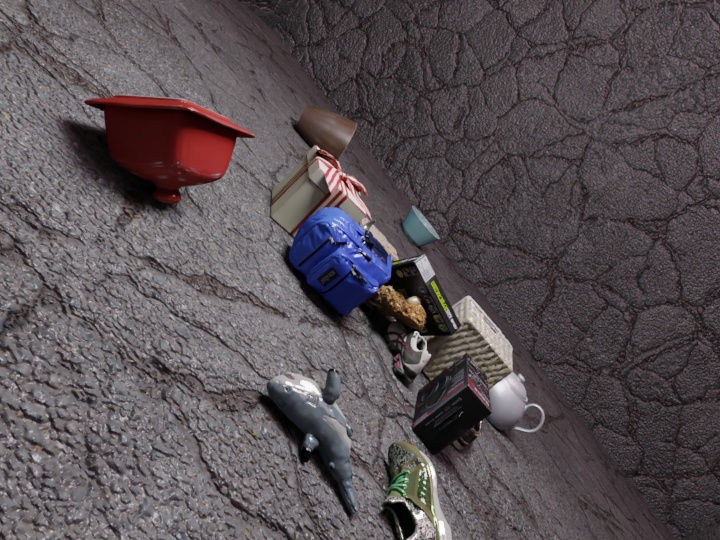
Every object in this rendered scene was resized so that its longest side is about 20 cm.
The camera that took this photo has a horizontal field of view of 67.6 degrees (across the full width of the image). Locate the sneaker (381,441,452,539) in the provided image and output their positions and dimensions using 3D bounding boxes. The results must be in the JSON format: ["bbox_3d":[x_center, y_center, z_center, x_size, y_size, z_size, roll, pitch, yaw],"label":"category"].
[{"bbox_3d":[0.068,0.332,0.793,0.088,0.077,0.201,30,21,-31],"label":"sneaker"}]

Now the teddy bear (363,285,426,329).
[{"bbox_3d":[0.071,0.068,1.278,0.198,0.067,0.145,18,-23,41],"label":"teddy bear"}]

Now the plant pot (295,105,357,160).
[{"bbox_3d":[-0.143,-0.539,2.071,0.198,0.188,0.188,30,20,-14],"label":"plant pot"}]

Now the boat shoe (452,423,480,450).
[{"bbox_3d":[0.254,0.362,1.261,0.072,0.059,0.199,53,15,15],"label":"boat shoe"}]

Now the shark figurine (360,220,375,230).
[{"bbox_3d":[-0.038,-0.156,1.669,0.215,0.126,0.091,59,29,-50],"label":"shark figurine"}]

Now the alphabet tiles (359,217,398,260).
[{"bbox_3d":[0.066,-0.116,1.936,0.200,0.015,0.196,44,16,-23],"label":"alphabet tiles"}]

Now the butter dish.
[{"bbox_3d":[-0.295,-0.180,0.838,0.197,0.151,0.199,10,4,18],"label":"butter dish"}]

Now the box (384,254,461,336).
[{"bbox_3d":[0.132,0.067,1.320,0.047,0.192,0.202,-35,103,-32],"label":"box"}]

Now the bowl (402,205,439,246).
[{"bbox_3d":[0.270,-0.192,2.526,0.201,0.105,0.201,45,16,-17],"label":"bowl"}]

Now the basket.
[{"bbox_3d":[0.267,0.213,1.388,0.199,0.199,0.161,49,17,-5],"label":"basket"}]

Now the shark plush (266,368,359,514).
[{"bbox_3d":[-0.061,0.232,0.734,0.083,0.090,0.203,-15,85,-52],"label":"shark plush"}]

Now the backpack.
[{"bbox_3d":[-0.046,-0.025,1.124,0.200,0.162,0.168,46,19,-15],"label":"backpack"}]

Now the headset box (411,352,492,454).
[{"bbox_3d":[0.189,0.275,1.114,0.077,0.149,0.200,48,16,-1],"label":"headset box"}]

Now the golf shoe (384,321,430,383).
[{"bbox_3d":[0.115,0.175,1.257,0.077,0.088,0.201,40,17,-26],"label":"golf shoe"}]

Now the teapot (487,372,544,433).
[{"bbox_3d":[0.427,0.363,1.590,0.200,0.146,0.198,43,17,-25],"label":"teapot"}]

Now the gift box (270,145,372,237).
[{"bbox_3d":[-0.089,-0.161,1.274,0.184,0.186,0.201,39,17,-31],"label":"gift box"}]
